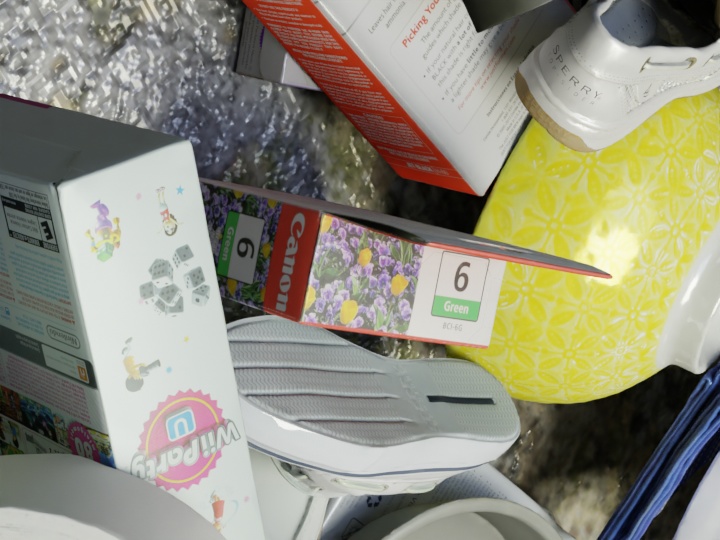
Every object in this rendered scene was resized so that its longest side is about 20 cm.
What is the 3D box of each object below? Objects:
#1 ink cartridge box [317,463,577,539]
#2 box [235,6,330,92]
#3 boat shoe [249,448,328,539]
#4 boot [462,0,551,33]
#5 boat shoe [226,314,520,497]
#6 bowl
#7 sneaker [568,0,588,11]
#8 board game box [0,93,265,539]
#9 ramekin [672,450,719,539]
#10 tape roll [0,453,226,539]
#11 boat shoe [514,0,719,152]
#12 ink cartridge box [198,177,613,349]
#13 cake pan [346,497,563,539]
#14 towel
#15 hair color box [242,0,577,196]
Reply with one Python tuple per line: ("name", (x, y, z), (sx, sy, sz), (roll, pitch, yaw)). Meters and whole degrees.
("ink cartridge box", (0.015, 0.186, 0.957), (0.200, 0.040, 0.201), (42, 76, -38))
("box", (0.031, -0.099, 0.900), (0.199, 0.039, 0.042), (6, 98, -39))
("boat shoe", (-0.074, 0.151, 0.844), (0.074, 0.068, 0.201), (29, 79, 4))
("boot", (0.084, -0.199, 0.795), (0.200, 0.077, 0.139), (-39, 105, -55))
("boat shoe", (-0.008, 0.074, 0.821), (0.199, 0.074, 0.067), (16, 129, -45))
("bowl", (0.139, -0.010, 0.911), (0.200, 0.107, 0.201), (-49, 156, -31))
("sneaker", (0.085, -0.170, 0.902), (0.199, 0.077, 0.079), (19, 91, -39))
("board game box", (-0.115, 0.040, 0.749), (0.064, 0.147, 0.202), (-23, 115, -33))
("ramekin", (0.267, 0.157, 1.073), (0.200, 0.097, 0.202), (-37, 143, -34))
("tape roll", (-0.122, 0.172, 0.667), (0.200, 0.071, 0.205), (0, 99, 2))
("boat shoe", (0.148, -0.120, 0.838), (0.071, 0.069, 0.200), (44, 45, 5))
("ink cartridge box", (0.000, 0.000, 0.795), (0.108, 0.199, 0.051), (9, 95, -39))
("cake pan", (0.031, 0.205, 0.923), (0.199, 0.037, 0.203), (-12, 110, -36))
("towel", (0.196, 0.083, 1.005), (0.200, 0.024, 0.146), (-28, 151, -56))
("hair color box", (0.009, -0.134, 0.809), (0.102, 0.061, 0.200), (-55, 129, -15))
